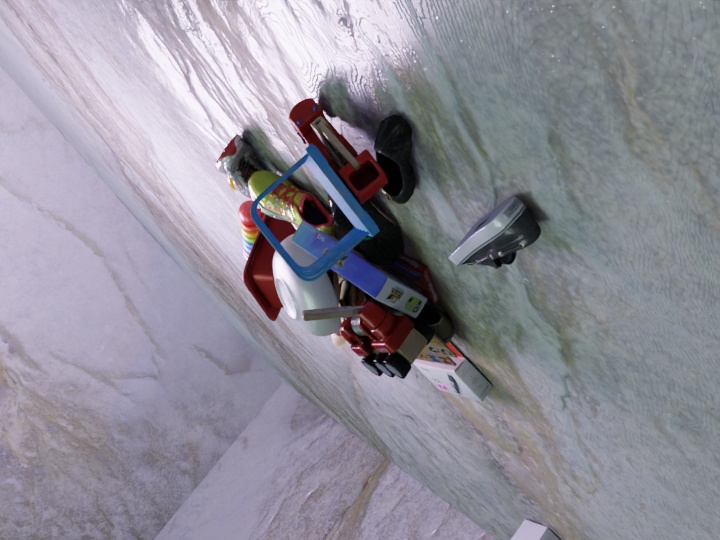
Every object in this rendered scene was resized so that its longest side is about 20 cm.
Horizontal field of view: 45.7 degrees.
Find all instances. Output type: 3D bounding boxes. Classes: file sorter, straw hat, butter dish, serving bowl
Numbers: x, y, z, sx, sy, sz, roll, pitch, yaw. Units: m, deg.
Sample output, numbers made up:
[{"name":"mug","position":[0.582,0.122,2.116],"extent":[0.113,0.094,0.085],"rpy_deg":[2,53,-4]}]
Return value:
[{"name":"file sorter","position":[-0.071,-0.075,1.167],"extent":[0.140,0.122,0.200],"rpy_deg":[51,179,-7]},{"name":"straw hat","position":[-0.005,0.059,1.743],"extent":[0.083,0.206,0.201],"rpy_deg":[1,174,-16]},{"name":"butter dish","position":[-0.134,-0.012,1.767],"extent":[0.145,0.203,0.200],"rpy_deg":[8,152,22]},{"name":"serving bowl","position":[-0.113,0.037,1.594],"extent":[0.201,0.065,0.202],"rpy_deg":[52,156,33]}]

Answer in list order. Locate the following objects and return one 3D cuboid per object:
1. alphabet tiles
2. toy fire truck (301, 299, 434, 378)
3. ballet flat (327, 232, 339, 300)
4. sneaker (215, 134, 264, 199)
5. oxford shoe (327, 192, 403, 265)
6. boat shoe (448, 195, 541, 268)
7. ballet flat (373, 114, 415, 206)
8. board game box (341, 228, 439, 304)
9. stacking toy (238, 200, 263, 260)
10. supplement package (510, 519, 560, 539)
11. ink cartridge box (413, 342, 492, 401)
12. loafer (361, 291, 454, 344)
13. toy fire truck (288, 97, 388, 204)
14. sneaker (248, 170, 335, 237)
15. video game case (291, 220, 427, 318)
[{"name":"alphabet tiles","position":[0.088,0.124,1.598],"extent":[0.166,0.006,0.198],"rpy_deg":[44,158,-28]},{"name":"toy fire truck","position":[-0.001,0.097,1.469],"extent":[0.200,0.129,0.176],"rpy_deg":[42,164,-12]},{"name":"ballet flat","position":[-0.078,0.010,1.674],"extent":[0.067,0.068,0.204],"rpy_deg":[7,123,14]},{"name":"sneaker","position":[-0.217,-0.193,1.635],"extent":[0.081,0.079,0.200],"rpy_deg":[33,173,13]},{"name":"oxford shoe","position":[0.011,-0.081,1.393],"extent":[0.200,0.072,0.085],"rpy_deg":[50,-169,-46]},{"name":"boat shoe","position":[0.174,-0.035,1.091],"extent":[0.066,0.070,0.200],"rpy_deg":[43,158,-1]},{"name":"ballet flat","position":[0.038,-0.139,1.148],"extent":[0.066,0.057,0.201],"rpy_deg":[37,164,17]},{"name":"board game box","position":[0.051,-0.017,1.530],"extent":[0.198,0.020,0.103],"rpy_deg":[32,163,33]},{"name":"stacking toy","position":[-0.245,-0.092,1.967],"extent":[0.085,0.086,0.201],"rpy_deg":[36,160,18]},{"name":"supplement package","position":[0.535,0.858,2.478],"extent":[0.200,0.152,0.150],"rpy_deg":[43,165,-6]},{"name":"ink cartridge box","position":[0.163,0.189,1.774],"extent":[0.174,0.044,0.199],"rpy_deg":[45,165,-16]},{"name":"loafer","position":[0.087,0.067,1.591],"extent":[0.197,0.076,0.070],"rpy_deg":[23,155,25]},{"name":"toy fire truck","position":[-0.035,-0.166,1.163],"extent":[0.201,0.048,0.141],"rpy_deg":[52,178,16]},{"name":"sneaker","position":[-0.121,-0.127,1.577],"extent":[0.198,0.079,0.091],"rpy_deg":[35,157,3]},{"name":"video game case","position":[0.000,0.000,1.473],"extent":[0.199,0.046,0.181],"rpy_deg":[34,-178,29]}]
